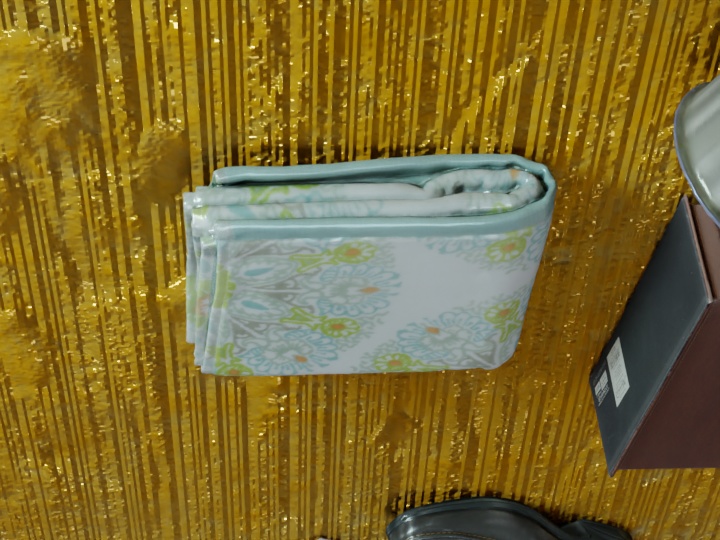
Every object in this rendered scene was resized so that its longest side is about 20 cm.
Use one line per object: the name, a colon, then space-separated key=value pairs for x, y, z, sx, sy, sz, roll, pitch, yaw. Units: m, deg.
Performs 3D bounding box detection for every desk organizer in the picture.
desk organizer: x=0.203 y=0.043 z=1.206 sx=0.077 sy=0.072 sz=0.200 roll=0 pitch=146 yaw=-12

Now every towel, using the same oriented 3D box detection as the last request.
towel: x=0.000 y=0.000 z=1.137 sx=0.200 sy=0.048 sz=0.171 roll=-1 pitch=149 yaw=-7

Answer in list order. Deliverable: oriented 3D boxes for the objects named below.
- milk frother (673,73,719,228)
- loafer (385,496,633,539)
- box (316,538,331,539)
milk frother: x=0.207 y=-0.111 z=0.944 sx=0.200 sy=0.180 sz=0.188 roll=47 pitch=133 yaw=2
loafer: x=0.111 y=0.210 z=1.439 sx=0.200 sy=0.072 sz=0.073 roll=12 pitch=144 yaw=-23
box: x=0.026 y=0.283 z=1.515 sx=0.200 sy=0.098 sz=0.124 roll=16 pitch=140 yaw=-28
